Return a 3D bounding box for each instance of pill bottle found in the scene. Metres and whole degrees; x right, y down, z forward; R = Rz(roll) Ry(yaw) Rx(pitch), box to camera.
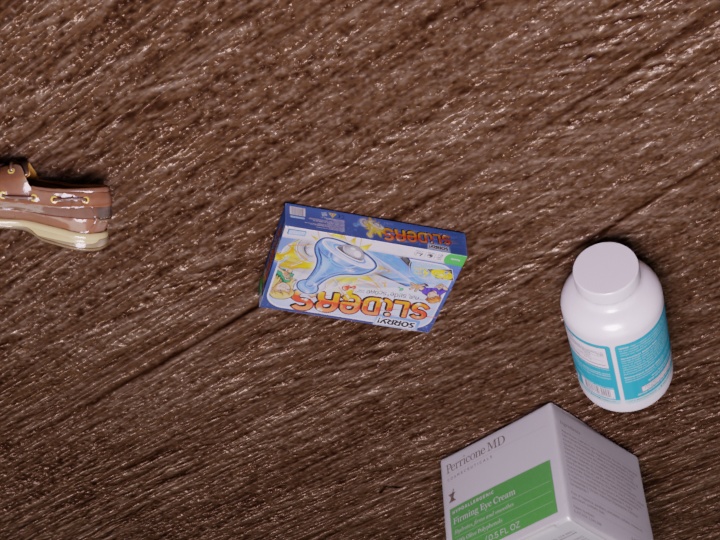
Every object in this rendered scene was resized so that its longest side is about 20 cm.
[{"bbox_3d":[0.280,0.059,1.360,0.109,0.112,0.201,-11,139,10],"label":"pill bottle"}]

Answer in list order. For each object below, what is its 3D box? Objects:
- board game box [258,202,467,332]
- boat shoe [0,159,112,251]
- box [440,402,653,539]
[{"bbox_3d":[0.000,0.000,1.337,0.197,0.035,0.136,9,138,-12],"label":"board game box"},{"bbox_3d":[-0.339,-0.077,1.217,0.198,0.072,0.068,14,105,-7],"label":"boat shoe"},{"bbox_3d":[0.241,0.314,1.610,0.198,0.173,0.199,-33,130,31],"label":"box"}]
